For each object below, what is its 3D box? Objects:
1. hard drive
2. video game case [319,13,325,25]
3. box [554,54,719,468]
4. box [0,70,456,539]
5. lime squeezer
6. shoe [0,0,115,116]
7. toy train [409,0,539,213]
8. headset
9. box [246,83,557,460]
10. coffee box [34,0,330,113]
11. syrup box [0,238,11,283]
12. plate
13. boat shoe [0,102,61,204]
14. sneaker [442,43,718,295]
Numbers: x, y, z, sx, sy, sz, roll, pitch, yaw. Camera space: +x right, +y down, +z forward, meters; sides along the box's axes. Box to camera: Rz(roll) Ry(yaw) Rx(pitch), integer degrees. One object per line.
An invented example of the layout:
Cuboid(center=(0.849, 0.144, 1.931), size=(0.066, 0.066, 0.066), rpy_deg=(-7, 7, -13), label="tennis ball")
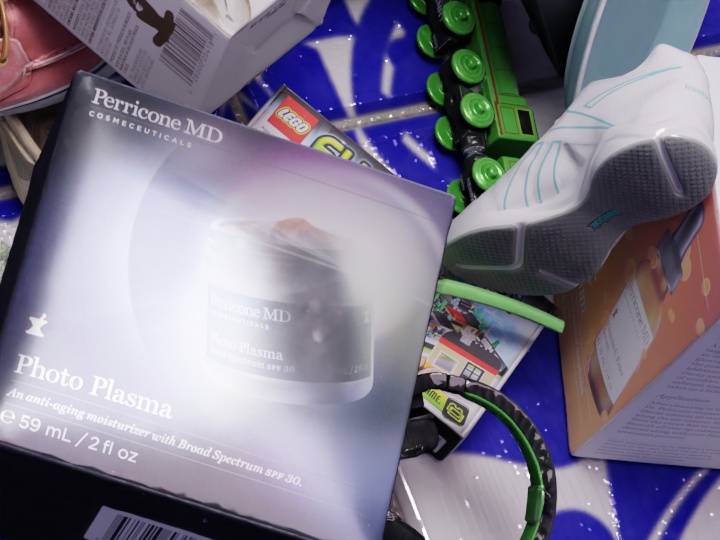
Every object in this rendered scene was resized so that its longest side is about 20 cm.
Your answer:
Cuboid(center=(0.093, -0.197, 1.630), size=(0.042, 0.200, 0.135), rpy_deg=(-26, 73, 2), label="hard drive")
Cuboid(center=(-0.092, -0.241, 1.525), size=(0.199, 0.022, 0.183), rpy_deg=(15, 87, 8), label="video game case")
Cuboid(center=(0.193, 0.000, 1.566), size=(0.106, 0.200, 0.153), rpy_deg=(6, 62, -20), label="box")
Cuboid(center=(-0.078, 0.039, 1.378), size=(0.199, 0.123, 0.199), rpy_deg=(18, 62, -10), label="box")
Cuboid(center=(0.012, 0.024, 1.528), size=(0.199, 0.038, 0.071), rpy_deg=(-15, 80, -16), label="lime squeezer")
Cuboid(center=(-0.200, -0.116, 1.461), size=(0.199, 0.091, 0.072), rpy_deg=(-21, 80, -2), label="shoe")
Cuboid(center=(0.072, -0.092, 1.659), size=(0.056, 0.042, 0.201), rpy_deg=(6, 62, -31), label="toy train")
Cuboid(center=(0.005, 0.111, 1.478), size=(0.199, 0.094, 0.124), rpy_deg=(7, 85, -6), label="headset")
Cuboid(center=(0.000, 0.000, 1.583), size=(0.200, 0.035, 0.110), rpy_deg=(38, 56, -1), label="box")
Cuboid(center=(-0.116, -0.182, 1.449), size=(0.200, 0.080, 0.114), rpy_deg=(41, 50, 10), label="coffee box")
Cuboid(center=(-0.205, 0.033, 1.453), size=(0.200, 0.081, 0.079), rpy_deg=(40, 59, 1), label="syrup box")
Cuboid(center=(0.157, -0.144, 1.640), size=(0.025, 0.201, 0.200), rpy_deg=(23, 54, 20), label="plate")
Cuboid(center=(-0.182, -0.125, 1.545), size=(0.072, 0.065, 0.201), rpy_deg=(-17, 74, -15), label="boat shoe")
Cuboid(center=(0.119, -0.049, 1.524), size=(0.070, 0.200, 0.081), rpy_deg=(30, 50, -27), label="sneaker")
